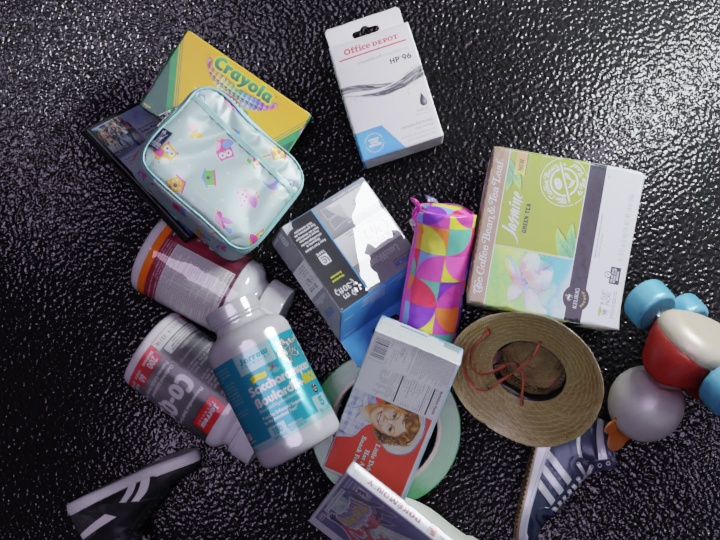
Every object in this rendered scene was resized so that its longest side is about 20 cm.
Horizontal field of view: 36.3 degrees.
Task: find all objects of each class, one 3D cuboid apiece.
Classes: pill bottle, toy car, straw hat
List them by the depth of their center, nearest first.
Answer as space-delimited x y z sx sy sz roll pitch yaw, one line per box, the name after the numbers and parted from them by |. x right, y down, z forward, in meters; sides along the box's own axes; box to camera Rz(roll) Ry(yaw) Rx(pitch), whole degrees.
-0.116 0.131 1.350 0.110 0.111 0.201 -28 87 2 | pill bottle
0.385 0.152 1.382 0.201 0.176 0.185 -52 48 21 | toy car
0.220 0.119 1.408 0.199 0.085 0.203 10 116 21 | straw hat
-0.200 0.157 1.445 0.199 0.114 0.114 36 90 5 | pill bottle
-0.193 0.020 1.454 0.199 0.110 0.110 27 89 4 | pill bottle

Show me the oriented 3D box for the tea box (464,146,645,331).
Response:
0.244 -0.037 1.417 0.195 0.134 0.202 9 88 5 | tea box

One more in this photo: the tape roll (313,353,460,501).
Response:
0.034 0.207 1.461 0.198 0.048 0.203 0 87 3 | tape roll

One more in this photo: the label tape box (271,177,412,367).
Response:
0.000 0.000 1.438 0.144 0.063 0.201 -33 85 -27 | label tape box

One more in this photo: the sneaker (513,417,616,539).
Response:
0.268 0.277 1.431 0.107 0.070 0.202 15 85 6 | sneaker

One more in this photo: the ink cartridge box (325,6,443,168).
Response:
0.028 -0.253 1.476 0.115 0.068 0.202 -18 86 2 | ink cartridge box

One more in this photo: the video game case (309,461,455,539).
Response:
0.032 0.336 1.389 0.182 0.200 0.023 37 56 5 | video game case

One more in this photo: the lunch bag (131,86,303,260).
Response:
-0.179 -0.129 1.395 0.200 0.077 0.161 43 71 -10 | lunch bag

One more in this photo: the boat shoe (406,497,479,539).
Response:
0.102 0.361 1.419 0.199 0.073 0.062 34 104 -18 | boat shoe

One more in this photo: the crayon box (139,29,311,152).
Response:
-0.179 -0.213 1.472 0.199 0.058 0.119 33 89 -8 | crayon box

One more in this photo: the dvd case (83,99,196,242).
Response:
-0.253 -0.140 1.465 0.200 0.143 0.018 46 134 4 | dvd case

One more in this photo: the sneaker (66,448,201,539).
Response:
-0.284 0.322 1.468 0.199 0.073 0.113 -25 89 10 | sneaker

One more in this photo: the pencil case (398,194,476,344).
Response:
0.093 0.007 1.403 0.087 0.088 0.202 7 106 4 | pencil case

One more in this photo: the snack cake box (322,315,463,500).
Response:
0.041 0.174 1.379 0.114 0.067 0.202 22 105 3 | snack cake box
